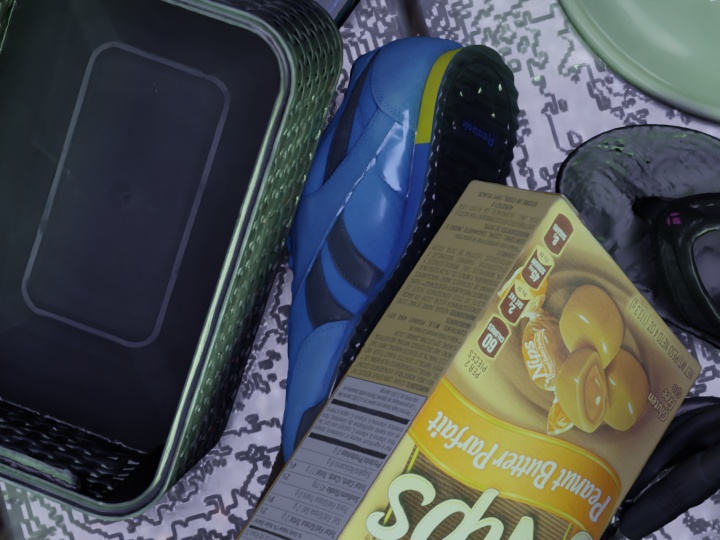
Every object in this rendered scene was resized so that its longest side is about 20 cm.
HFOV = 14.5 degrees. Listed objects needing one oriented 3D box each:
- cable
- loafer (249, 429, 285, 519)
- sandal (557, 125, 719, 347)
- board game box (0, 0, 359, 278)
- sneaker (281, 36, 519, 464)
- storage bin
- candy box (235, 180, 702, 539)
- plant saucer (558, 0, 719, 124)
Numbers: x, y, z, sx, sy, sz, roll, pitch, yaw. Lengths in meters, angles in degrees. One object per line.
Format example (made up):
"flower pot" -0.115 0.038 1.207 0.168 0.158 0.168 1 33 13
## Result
"cable" 0.131 0.123 1.068 0.051 0.200 0.163 42 77 -25
"loafer" -0.056 0.142 1.123 0.071 0.073 0.200 36 77 8
"sandal" 0.167 0.010 1.130 0.200 0.048 0.075 39 87 3
"board game box" -0.080 -0.115 1.159 0.135 0.035 0.200 35 86 4
"sneaker" 0.000 0.000 1.125 0.078 0.066 0.200 2 67 38
"storage bin" -0.101 -0.022 1.084 0.135 0.094 0.200 20 104 7
"candy box" 0.038 0.080 1.076 0.115 0.055 0.200 47 67 -36
"plant saucer" 0.170 -0.159 1.154 0.200 0.050 0.200 0 85 1
